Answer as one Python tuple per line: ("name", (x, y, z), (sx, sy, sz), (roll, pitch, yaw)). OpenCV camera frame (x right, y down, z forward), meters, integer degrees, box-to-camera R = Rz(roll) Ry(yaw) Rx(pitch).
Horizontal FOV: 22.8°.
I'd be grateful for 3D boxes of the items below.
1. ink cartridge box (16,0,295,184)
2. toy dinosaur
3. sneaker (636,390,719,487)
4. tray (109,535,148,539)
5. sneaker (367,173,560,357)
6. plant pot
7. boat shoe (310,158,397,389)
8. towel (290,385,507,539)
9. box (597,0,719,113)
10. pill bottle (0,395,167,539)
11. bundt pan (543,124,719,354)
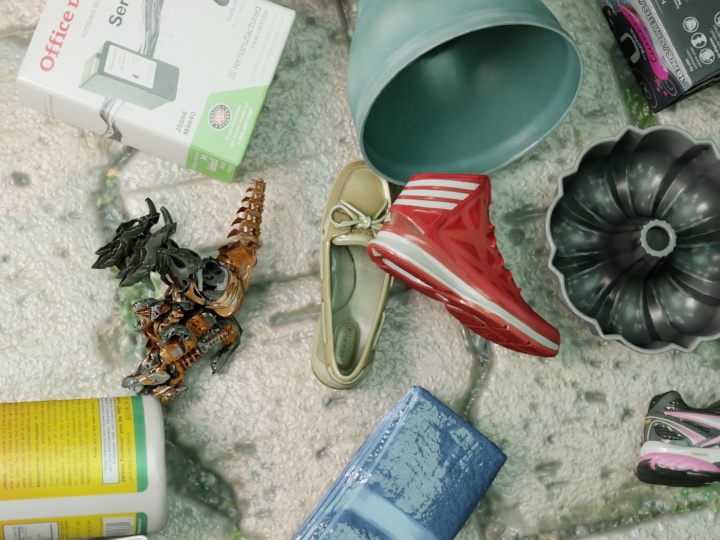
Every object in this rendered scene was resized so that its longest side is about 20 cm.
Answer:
("ink cartridge box", (-0.174, -0.180, 1.510), (0.200, 0.084, 0.146), (20, 79, -5))
("toy dinosaur", (-0.146, 0.012, 1.497), (0.136, 0.102, 0.200), (36, 62, -25))
("sneaker", (0.340, 0.144, 1.549), (0.199, 0.080, 0.087), (8, 70, -13))
("tray", (-0.206, 0.319, 1.448), (0.107, 0.022, 0.201), (-9, 90, 5))
("sneaker", (0.111, -0.014, 1.517), (0.200, 0.078, 0.116), (34, 76, -26))
("plant pot", (0.072, -0.185, 1.509), (0.200, 0.200, 0.134), (-15, 57, -11))
("boat shoe", (-0.003, 0.000, 1.521), (0.073, 0.063, 0.201), (12, 80, -7))
("towel", (0.029, 0.202, 1.505), (0.112, 0.049, 0.200), (38, 78, -3))
("box", (0.282, -0.262, 1.577), (0.132, 0.115, 0.200), (-26, 85, -10))
("pill bottle", (-0.258, 0.161, 1.434), (0.199, 0.113, 0.113), (-3, 82, -9))
("bundt pan", (0.250, -0.022, 1.556), (0.201, 0.076, 0.203), (1, 81, -8))
